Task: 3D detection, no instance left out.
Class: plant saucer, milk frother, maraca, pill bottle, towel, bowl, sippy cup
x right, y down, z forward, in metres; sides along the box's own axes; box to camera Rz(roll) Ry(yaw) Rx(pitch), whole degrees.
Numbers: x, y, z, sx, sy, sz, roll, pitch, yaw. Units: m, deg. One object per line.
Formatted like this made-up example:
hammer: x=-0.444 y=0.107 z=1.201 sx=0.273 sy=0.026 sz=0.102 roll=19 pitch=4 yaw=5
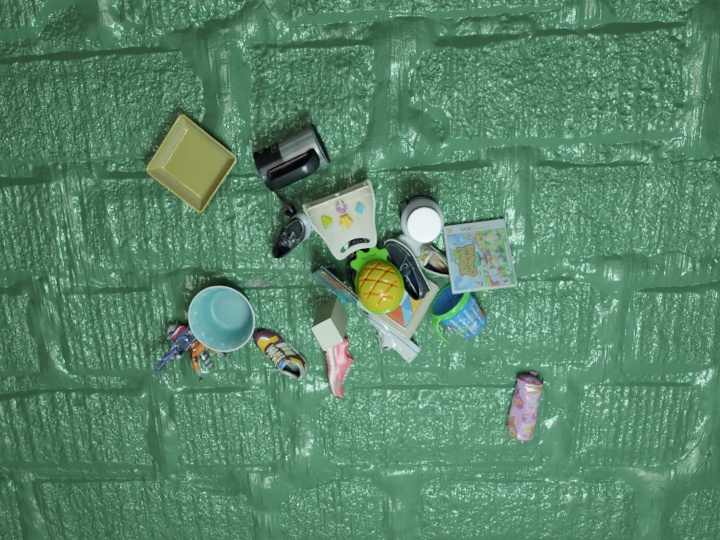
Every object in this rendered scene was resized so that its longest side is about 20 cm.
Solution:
plant saucer: x=-0.477 y=-0.304 z=1.500 sx=0.199 sy=0.049 sz=0.201 roll=38 pitch=103 yaw=-7
milk frother: x=-0.168 y=-0.266 z=1.464 sx=0.185 sy=0.183 sz=0.201 roll=-23 pitch=145 yaw=9
maraca: x=0.046 y=0.025 z=1.466 sx=0.135 sy=0.107 sz=0.203 roll=-20 pitch=70 yaw=-2
pill bottle: x=0.167 y=-0.139 z=1.428 sx=0.117 sy=0.200 sz=0.122 roll=1 pitch=105 yaw=3
towel: x=-0.073 y=0.044 z=1.491 sx=0.146 sy=0.200 sz=0.022 roll=39 pitch=80 yaw=-6
bowl: x=-0.401 y=0.130 z=1.573 sx=0.197 sy=0.105 sz=0.205 roll=1 pitch=104 yaw=3
sippy cup: x=0.294 y=0.122 z=1.529 sx=0.177 sy=0.140 sz=0.130 roll=-38 pitch=110 yaw=20

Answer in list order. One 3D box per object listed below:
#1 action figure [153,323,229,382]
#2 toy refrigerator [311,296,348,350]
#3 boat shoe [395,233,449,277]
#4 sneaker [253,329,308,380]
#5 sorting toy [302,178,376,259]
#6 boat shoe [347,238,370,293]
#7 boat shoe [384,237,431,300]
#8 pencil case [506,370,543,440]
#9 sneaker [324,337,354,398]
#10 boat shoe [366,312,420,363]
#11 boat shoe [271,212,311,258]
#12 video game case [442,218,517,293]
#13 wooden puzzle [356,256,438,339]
action figure: x=-0.534 y=0.251 z=1.614 sx=0.200 sy=0.105 sz=0.194 roll=-42 pitch=94 yaw=-13
toy refrigerator: x=-0.088 y=0.150 z=1.513 sx=0.069 sy=0.200 sz=0.077 roll=-27 pitch=102 yaw=9
boat shoe: x=0.189 y=-0.045 z=1.518 sx=0.197 sy=0.068 sz=0.076 roll=26 pitch=104 yaw=-4
sneaker: x=-0.246 y=0.257 z=1.604 sx=0.198 sy=0.090 sz=0.075 roll=35 pitch=103 yaw=-6
sorting toy: x=-0.039 y=-0.133 z=1.471 sx=0.197 sy=0.107 sz=0.183 roll=-20 pitch=95 yaw=0
boat shoe: x=-0.002 y=0.000 z=1.540 sx=0.073 sy=0.066 sz=0.203 roll=1 pitch=104 yaw=3
boat shoe: x=0.128 y=-0.002 z=1.491 sx=0.074 sy=0.062 sz=0.202 roll=-32 pitch=90 yaw=44
pencil case: x=0.505 y=0.415 z=1.610 sx=0.086 sy=0.088 sz=0.204 roll=6 pitch=103 yaw=1
sneaker: x=-0.059 y=0.301 z=1.614 sx=0.085 sy=0.074 sz=0.204 roll=-6 pitch=103 yaw=3
boat shoe: x=0.083 y=0.212 z=1.582 sx=0.201 sy=0.075 sz=0.087 roll=39 pitch=86 yaw=-13
boat shoe: x=-0.202 y=-0.091 z=1.473 sx=0.070 sy=0.066 sz=0.200 roll=49 pitch=143 yaw=-4
video game case: x=0.334 y=-0.042 z=1.480 sx=0.178 sy=0.022 sz=0.204 roll=-7 pitch=70 yaw=4
wooden puzzle: x=0.113 y=0.073 z=1.534 sx=0.199 sy=0.037 sz=0.187 roll=35 pitch=79 yaw=-8
